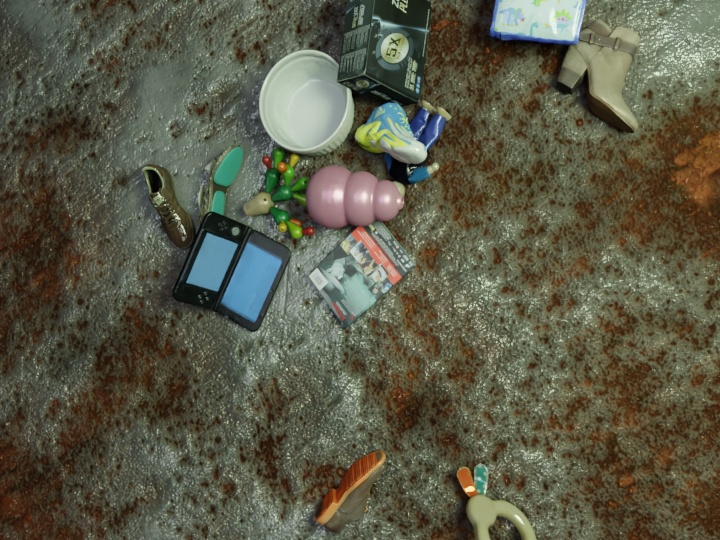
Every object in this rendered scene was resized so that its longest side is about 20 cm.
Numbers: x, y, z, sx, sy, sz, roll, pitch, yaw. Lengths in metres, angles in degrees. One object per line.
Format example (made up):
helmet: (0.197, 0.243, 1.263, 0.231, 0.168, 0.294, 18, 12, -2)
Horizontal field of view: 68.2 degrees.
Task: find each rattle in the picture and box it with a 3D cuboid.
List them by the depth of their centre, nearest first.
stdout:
rattle: (0.243, 0.498, 1.038, 0.129, 0.145, 0.200, -34, 62, -22)

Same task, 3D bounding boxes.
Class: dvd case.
dvd case: (0.000, 0.000, 1.118, 0.199, 0.022, 0.147, -42, 80, 7)

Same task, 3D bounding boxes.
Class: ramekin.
ramekin: (-0.104, -0.337, 1.113, 0.194, 0.105, 0.207, -1, 87, 13)

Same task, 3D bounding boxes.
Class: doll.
doll: (0.110, -0.236, 1.084, 0.135, 0.048, 0.204, 34, 98, 32)

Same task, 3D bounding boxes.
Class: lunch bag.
lunch bag: (0.344, -0.525, 1.004, 0.165, 0.127, 0.206, 12, 79, 15)

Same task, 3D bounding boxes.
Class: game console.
game console: (-0.274, 0.006, 1.137, 0.115, 0.174, 0.204, 27, 93, 40)

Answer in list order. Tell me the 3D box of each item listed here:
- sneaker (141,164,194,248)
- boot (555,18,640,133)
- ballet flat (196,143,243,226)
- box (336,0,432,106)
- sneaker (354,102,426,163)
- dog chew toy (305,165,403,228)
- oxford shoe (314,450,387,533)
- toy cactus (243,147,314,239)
sneaker: (-0.443, -0.143, 1.198, 0.069, 0.075, 0.204, -27, 82, 10)
boot: (0.473, -0.374, 1.000, 0.199, 0.070, 0.147, 40, 94, 11)
ballet flat: (-0.324, -0.188, 1.183, 0.074, 0.067, 0.206, 20, 94, 28)
box: (0.050, -0.449, 1.043, 0.085, 0.161, 0.207, 7, 88, 47)
sneaker: (0.069, -0.281, 1.051, 0.198, 0.075, 0.107, 29, 91, 44)
dog chew toy: (-0.009, -0.143, 1.068, 0.194, 0.124, 0.129, 7, 89, 18)
oxford shoe: (-0.006, 0.453, 1.086, 0.073, 0.071, 0.201, 40, 102, -8)
toy cactus: (-0.181, -0.154, 1.138, 0.161, 0.102, 0.206, -18, 92, 21)
